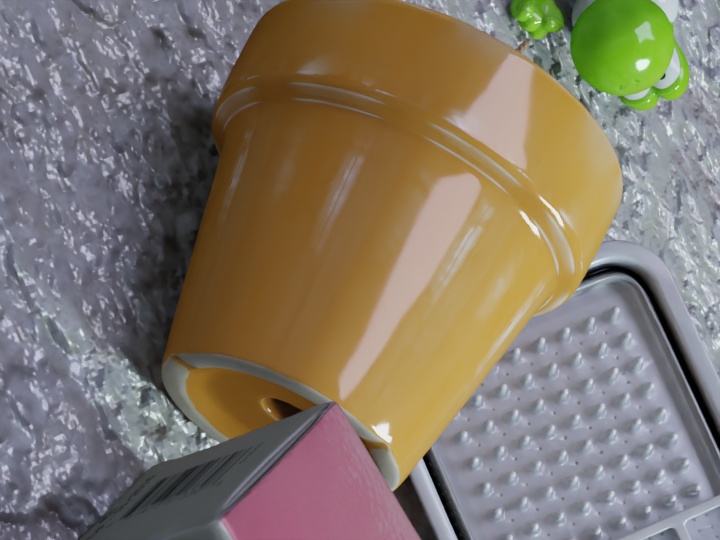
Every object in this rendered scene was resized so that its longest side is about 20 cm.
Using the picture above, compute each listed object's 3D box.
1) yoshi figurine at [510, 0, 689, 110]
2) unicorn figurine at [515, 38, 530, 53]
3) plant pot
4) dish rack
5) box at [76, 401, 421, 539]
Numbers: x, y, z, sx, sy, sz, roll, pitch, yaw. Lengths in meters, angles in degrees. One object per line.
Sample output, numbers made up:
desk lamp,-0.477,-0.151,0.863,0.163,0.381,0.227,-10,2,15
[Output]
yoshi figurine,0.139,-0.185,1.560,0.112,0.112,0.200,-31,99,-34
unicorn figurine,0.052,-0.084,1.413,0.137,0.074,0.200,41,19,-39
plant pot,0.000,0.000,1.262,0.200,0.200,0.183,40,62,-28
dish rack,0.112,0.100,1.372,0.171,0.044,0.200,-22,80,-8
box,-0.029,0.179,1.178,0.200,0.128,0.109,59,40,-11
